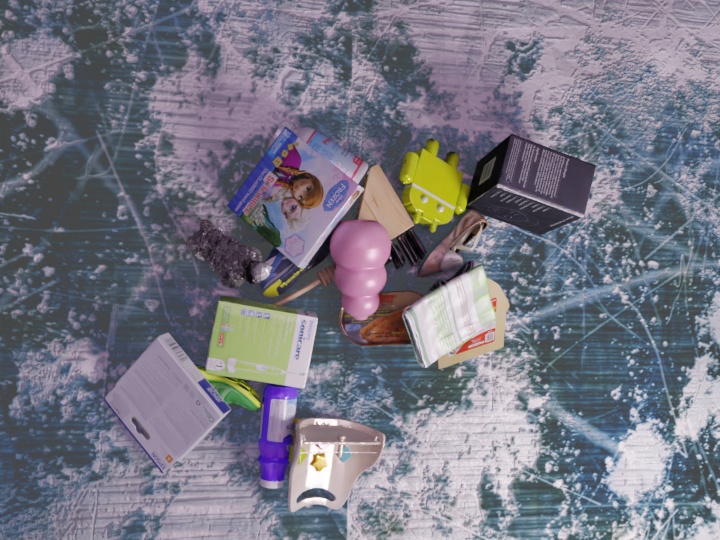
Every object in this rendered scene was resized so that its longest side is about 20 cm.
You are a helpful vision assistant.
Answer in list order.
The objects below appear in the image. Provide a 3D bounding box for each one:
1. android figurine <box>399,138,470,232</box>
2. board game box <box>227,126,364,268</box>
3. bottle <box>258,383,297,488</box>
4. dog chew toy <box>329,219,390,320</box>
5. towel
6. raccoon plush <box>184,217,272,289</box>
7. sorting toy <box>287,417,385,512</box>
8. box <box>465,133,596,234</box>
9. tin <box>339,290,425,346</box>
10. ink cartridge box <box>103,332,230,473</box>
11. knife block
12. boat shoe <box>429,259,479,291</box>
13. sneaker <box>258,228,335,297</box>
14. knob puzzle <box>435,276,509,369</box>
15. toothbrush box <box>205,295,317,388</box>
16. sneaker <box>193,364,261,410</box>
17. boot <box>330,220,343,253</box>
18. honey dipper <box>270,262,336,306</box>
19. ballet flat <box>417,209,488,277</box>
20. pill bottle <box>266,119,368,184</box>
[{"bbox_3d":[0.159,-0.182,1.418,0.182,0.041,0.201,28,68,-26],"label":"android figurine"},{"bbox_3d":[-0.130,-0.144,1.282,0.199,0.041,0.200,39,97,13],"label":"board game box"},{"bbox_3d":[-0.167,0.328,1.298,0.065,0.084,0.201,4,86,11],"label":"bottle"},{"bbox_3d":[0.000,0.000,1.310,0.124,0.125,0.201,-2,99,-11],"label":"dog chew toy"},{"bbox_3d":[0.186,0.094,1.315,0.199,0.031,0.150,-30,122,-17],"label":"towel"},{"bbox_3d":[-0.256,-0.045,1.278,0.134,0.200,0.097,44,60,-23],"label":"raccoon plush"},{"bbox_3d":[-0.074,0.395,1.298,0.199,0.107,0.181,11,94,-33],"label":"sorting toy"},{"bbox_3d":[0.358,-0.177,1.397,0.196,0.200,0.125,20,79,-8],"label":"box"},{"bbox_3d":[0.056,0.100,1.366,0.199,0.042,0.113,-3,87,7],"label":"tin"},{"bbox_3d":[-0.375,0.257,1.255,0.200,0.041,0.200,-43,83,21],"label":"ink cartridge box"},{"bbox_3d":[0.076,-0.109,1.407,0.175,0.064,0.201,15,80,-9],"label":"knife block"},{"bbox_3d":[0.183,0.051,1.408,0.068,0.072,0.200,36,85,-6],"label":"boat shoe"},{"bbox_3d":[-0.136,-0.034,1.339,0.200,0.074,0.082,-38,64,0],"label":"sneaker"},{"bbox_3d":[0.229,0.093,1.377,0.219,0.030,0.221,-11,115,-26],"label":"knob puzzle"},{"bbox_3d":[-0.197,0.142,1.303,0.199,0.086,0.146,10,93,-8],"label":"toothbrush box"},{"bbox_3d":[-0.293,0.245,1.296,0.199,0.074,0.084,17,88,3],"label":"sneaker"},{"bbox_3d":[-0.078,-0.103,1.372,0.074,0.075,0.200,-44,93,-10],"label":"boot"},{"bbox_3d":[-0.130,0.047,1.368,0.199,0.038,0.038,-30,89,-8],"label":"honey dipper"},{"bbox_3d":[0.208,-0.051,1.416,0.067,0.068,0.200,35,78,27],"label":"ballet flat"},{"bbox_3d":[-0.092,-0.230,1.368,0.199,0.109,0.109,32,79,-6],"label":"pill bottle"}]
